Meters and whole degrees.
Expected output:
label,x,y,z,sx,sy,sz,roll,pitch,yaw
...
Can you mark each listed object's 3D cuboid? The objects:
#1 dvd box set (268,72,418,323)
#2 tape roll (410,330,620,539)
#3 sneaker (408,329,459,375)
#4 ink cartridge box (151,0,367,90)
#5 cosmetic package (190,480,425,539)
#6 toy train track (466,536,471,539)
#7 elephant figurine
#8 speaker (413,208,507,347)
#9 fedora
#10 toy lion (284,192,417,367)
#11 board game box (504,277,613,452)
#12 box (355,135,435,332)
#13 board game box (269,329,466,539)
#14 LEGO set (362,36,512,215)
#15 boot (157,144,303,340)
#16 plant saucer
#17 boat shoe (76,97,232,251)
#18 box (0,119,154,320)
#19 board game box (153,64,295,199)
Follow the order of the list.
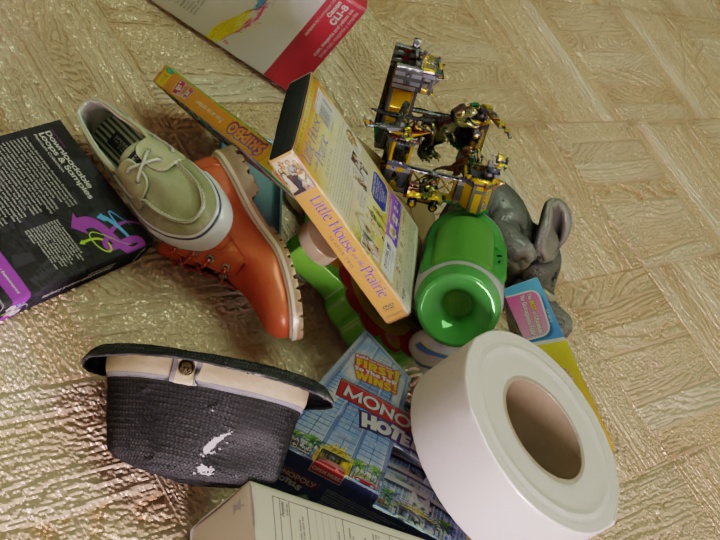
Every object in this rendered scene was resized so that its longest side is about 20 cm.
label,x,y,z,sx,sy,sz,roll,pitch,yaw
dvd box set,-0.011,-0.067,1.338,0.200,0.029,0.147,54,24,-28
tape roll,0.138,0.156,1.277,0.202,0.071,0.203,34,35,-28
sneaker,0.121,0.138,1.424,0.200,0.076,0.105,38,37,-32
ink cartridge box,-0.110,-0.332,1.614,0.200,0.145,0.146,31,36,-22
cosmetic package,-0.028,0.251,1.132,0.200,0.087,0.104,26,40,-31
toy train track,0.038,0.207,1.312,0.114,0.033,0.200,12,39,-26
elephant figurine,0.175,-0.025,1.637,0.200,0.155,0.142,9,29,-47
speaker,0.099,0.003,1.415,0.088,0.088,0.200,41,19,-9
fedora,-0.124,0.119,1.127,0.200,0.200,0.092,19,75,-36
toy lion,0.000,0.000,1.470,0.192,0.069,0.200,41,32,-22
board game box,0.205,0.129,1.500,0.153,0.040,0.201,71,-1,-60
box,0.042,-0.026,1.491,0.163,0.021,0.201,38,31,-44
board game box,0.019,0.150,1.285,0.199,0.062,0.200,28,34,-5
LEGO set,0.085,-0.157,1.488,0.153,0.116,0.200,16,32,0
boot,-0.123,-0.011,1.313,0.107,0.075,0.200,-22,66,-19
plant saucer,-0.112,-0.066,1.428,0.070,0.019,0.200,14,41,-15
boat shoe,-0.189,-0.085,1.277,0.200,0.072,0.062,37,-5,36
box,-0.279,-0.045,1.211,0.143,0.036,0.200,52,34,6
board game box,-0.111,-0.123,1.397,0.200,0.030,0.096,35,-4,31
